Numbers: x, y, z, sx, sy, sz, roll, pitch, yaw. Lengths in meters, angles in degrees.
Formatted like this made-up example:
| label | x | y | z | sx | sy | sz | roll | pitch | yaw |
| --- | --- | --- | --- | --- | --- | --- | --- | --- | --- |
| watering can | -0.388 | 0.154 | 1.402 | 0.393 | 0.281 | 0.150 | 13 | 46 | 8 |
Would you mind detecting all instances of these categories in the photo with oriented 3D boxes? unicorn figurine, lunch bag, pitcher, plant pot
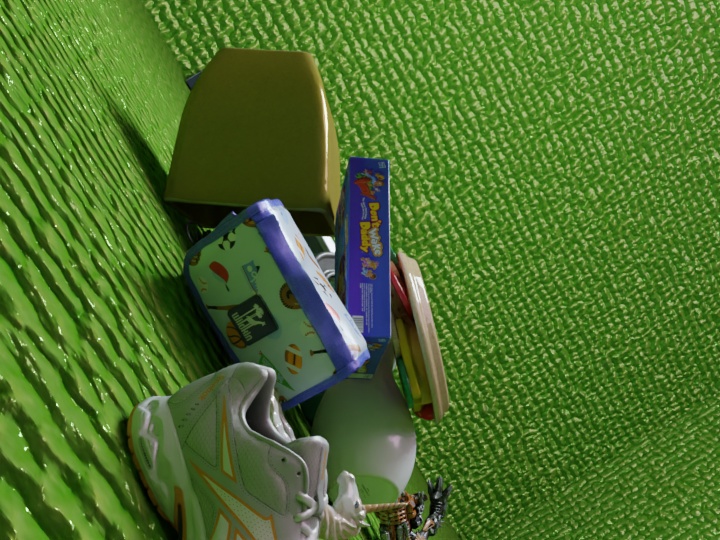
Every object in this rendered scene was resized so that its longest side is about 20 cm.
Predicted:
| label | x | y | z | sx | sy | sz | roll | pitch | yaw |
| --- | --- | --- | --- | --- | --- | --- | --- | --- | --- |
| unicorn figurine | -0.054 | 0.160 | 0.710 | 0.139 | 0.073 | 0.200 | 60 | 15 | 14 |
| lunch bag | -0.079 | 0.034 | 0.814 | 0.172 | 0.123 | 0.200 | 59 | -19 | -1 |
| pitcher | 0.011 | 0.185 | 1.043 | 0.202 | 0.119 | 0.173 | -90 | 160 | -44 |
| plant pot | -0.117 | -0.160 | 1.098 | 0.194 | 0.192 | 0.204 | 65 | 30 | -83 |

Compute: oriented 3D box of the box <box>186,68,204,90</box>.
| label | x | y | z | sx | sy | sz | roll | pitch | yaw |
| --- | --- | --- | --- | --- | --- | --- | --- | --- | --- |
| box | -0.429 | -0.518 | 2.712 | 0.202 | 0.116 | 0.197 | 59 | -1 | -11 |

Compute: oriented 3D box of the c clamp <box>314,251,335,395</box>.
| label | x | y | z | sx | sy | sz | roll | pitch | yaw |
| --- | --- | --- | --- | --- | --- | --- | --- | --- | --- |
| c clamp | -0.021 | 0.056 | 1.122 | 0.170 | 0.027 | 0.204 | 12 | 83 | -57 |

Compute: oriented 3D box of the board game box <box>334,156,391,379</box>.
| label | x | y | z | sx | sy | sz | roll | pitch | yaw |
| --- | --- | --- | --- | --- | --- | --- | --- | --- | --- |
| board game box | 0.000 | 0.000 | 0.962 | 0.135 | 0.044 | 0.203 | 109 | -17 | -65 |

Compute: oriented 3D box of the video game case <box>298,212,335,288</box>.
| label | x | y | z | sx | sy | sz | roll | pitch | yaw |
| --- | --- | --- | --- | --- | --- | --- | --- | --- | --- |
| video game case | -0.103 | -0.006 | 1.244 | 0.023 | 0.181 | 0.202 | -26 | 84 | -50 |

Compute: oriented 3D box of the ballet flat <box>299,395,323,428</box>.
| label | x | y | z | sx | sy | sz | roll | pitch | yaw |
| --- | --- | --- | --- | --- | --- | --- | --- | --- | --- |
| ballet flat | -0.032 | 0.191 | 1.157 | 0.072 | 0.071 | 0.203 | 62 | 3 | -76 |

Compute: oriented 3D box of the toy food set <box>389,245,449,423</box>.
| label | x | y | z | sx | sy | sz | roll | pitch | yaw |
| --- | --- | --- | --- | --- | --- | --- | --- | --- | --- |
| toy food set | 0.057 | 0.072 | 0.995 | 0.198 | 0.048 | 0.203 | 76 | 2 | -71 |

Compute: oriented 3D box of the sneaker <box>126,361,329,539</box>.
| label | x | y | z | sx | sy | sz | roll | pitch | yaw |
| --- | --- | --- | --- | --- | --- | --- | --- | --- | --- |
| sneaker | -0.045 | 0.134 | 0.451 | 0.202 | 0.091 | 0.076 | 60 | 0 | 23 |

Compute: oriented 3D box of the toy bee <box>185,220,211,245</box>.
| label | x | y | z | sx | sy | sz | roll | pitch | yaw |
| --- | --- | --- | --- | --- | --- | --- | --- | --- | --- |
| toy bee | -0.102 | 0.025 | 0.997 | 0.201 | 0.107 | 0.132 | 56 | 20 | -35 |

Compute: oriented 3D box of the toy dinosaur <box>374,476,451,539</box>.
| label | x | y | z | sx | sy | sz | roll | pitch | yaw |
| --- | --- | --- | --- | --- | --- | --- | --- | --- | --- |
| toy dinosaur | 0.054 | 0.342 | 1.167 | 0.136 | 0.101 | 0.203 | -56 | 156 | -59 |
